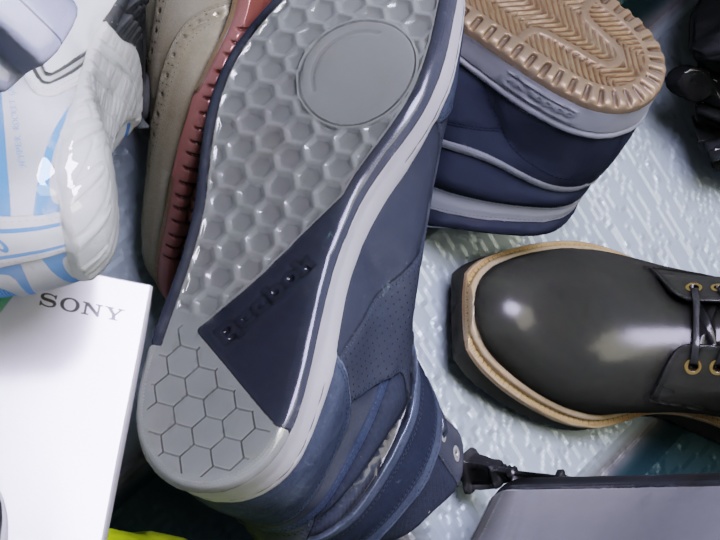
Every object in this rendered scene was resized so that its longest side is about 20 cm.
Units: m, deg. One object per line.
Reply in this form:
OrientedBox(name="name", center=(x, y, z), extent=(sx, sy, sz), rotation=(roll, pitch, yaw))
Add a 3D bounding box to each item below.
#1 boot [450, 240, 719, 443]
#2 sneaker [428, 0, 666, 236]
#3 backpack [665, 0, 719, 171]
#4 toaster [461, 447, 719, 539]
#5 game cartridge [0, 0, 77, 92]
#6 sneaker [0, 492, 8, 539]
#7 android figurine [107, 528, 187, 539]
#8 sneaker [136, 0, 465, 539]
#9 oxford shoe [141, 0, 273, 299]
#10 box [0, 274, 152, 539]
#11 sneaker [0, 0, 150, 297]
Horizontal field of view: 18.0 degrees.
OrientedBox(name="boot", center=(0.148, 0.018, 0.880), extent=(0.199, 0.138, 0.078), rotation=(8, 74, -34))
OrientedBox(name="sneaker", center=(0.015, -0.092, 0.862), extent=(0.200, 0.109, 0.070), rotation=(38, 55, 13))
OrientedBox(name="backpack", center=(0.242, -0.084, 0.987), extent=(0.200, 0.126, 0.167), rotation=(44, 53, -24))
OrientedBox(name="toaster", center=(0.124, 0.161, 0.804), extent=(0.181, 0.200, 0.119), rotation=(50, 57, -26))
OrientedBox(name="game cartridge", center=(-0.168, -0.091, 0.630), extent=(0.133, 0.200, 0.041), rotation=(41, 66, -21))
OrientedBox(name="sneaker", center=(-0.178, 0.096, 0.579), extent=(0.200, 0.115, 0.075), rotation=(-34, 80, -20))
OrientedBox(name="android figurine", center=(-0.080, 0.168, 0.731), extent=(0.182, 0.041, 0.201), rotation=(-21, 92, -38))
OrientedBox(name="sneaker", center=(-0.002, 0.000, 0.774), extent=(0.203, 0.077, 0.146), rotation=(-69, 153, -16))
OrientedBox(name="oxford shoe", center=(-0.046, -0.087, 0.795), extent=(0.071, 0.074, 0.201), rotation=(6, 102, -51))
OrientedBox(name="box", center=(-0.149, 0.085, 0.669), extent=(0.144, 0.036, 0.201), rotation=(12, 68, -8))
OrientedBox(name="sneaker", center=(-0.104, -0.056, 0.715), extent=(0.072, 0.200, 0.072), rotation=(1, 117, 1))
